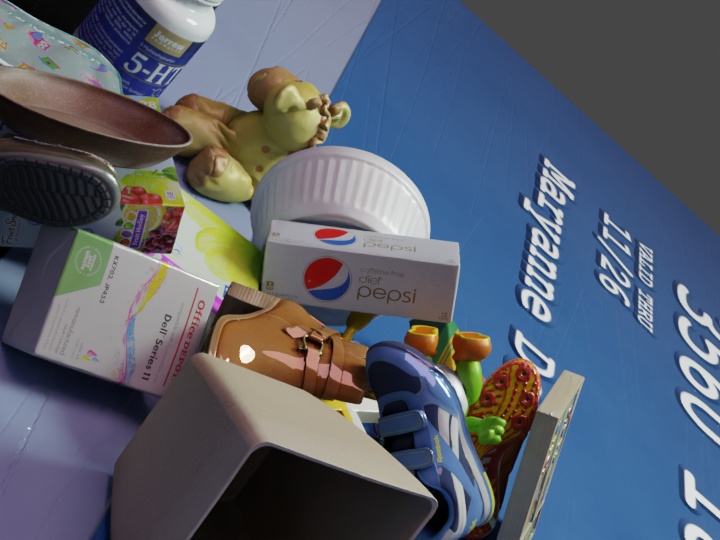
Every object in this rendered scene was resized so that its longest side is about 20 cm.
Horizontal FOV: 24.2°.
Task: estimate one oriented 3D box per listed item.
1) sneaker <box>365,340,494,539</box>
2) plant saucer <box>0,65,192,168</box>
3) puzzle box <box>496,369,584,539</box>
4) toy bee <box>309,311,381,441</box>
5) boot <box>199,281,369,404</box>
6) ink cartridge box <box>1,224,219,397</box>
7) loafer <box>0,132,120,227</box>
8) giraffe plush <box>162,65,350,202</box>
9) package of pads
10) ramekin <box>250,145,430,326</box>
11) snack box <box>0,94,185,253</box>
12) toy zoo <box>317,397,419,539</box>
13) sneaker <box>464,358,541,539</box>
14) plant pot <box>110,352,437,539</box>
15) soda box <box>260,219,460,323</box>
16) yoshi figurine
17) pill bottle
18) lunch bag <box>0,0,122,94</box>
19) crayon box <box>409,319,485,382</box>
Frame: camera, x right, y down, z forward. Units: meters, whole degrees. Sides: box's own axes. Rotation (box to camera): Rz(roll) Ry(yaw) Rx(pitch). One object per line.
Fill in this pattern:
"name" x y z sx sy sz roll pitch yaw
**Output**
"sneaker" 0.053 0.160 1.526 0.082 0.074 0.201 -33 100 -44
"plant saucer" -0.251 -0.134 1.517 0.199 0.037 0.200 18 15 -5
"puzzle box" 0.184 0.216 1.763 0.025 0.201 0.133 20 21 14
"toy bee" -0.007 0.095 1.725 0.199 0.109 0.132 18 77 -21
"boot" -0.070 0.093 1.529 0.154 0.074 0.200 25 35 -4
"ink cartridge box" -0.205 0.043 1.497 0.200 0.118 0.067 23 -6 -39
"loafer" -0.292 -0.090 1.439 0.199 0.075 0.070 8 41 17
"giraffe plush" -0.108 -0.162 1.926 0.200 0.162 0.173 44 24 0
"package of pads" -0.179 0.005 1.671 0.154 0.068 0.200 38 25 -17
"ramekin" -0.027 -0.028 1.819 0.202 0.202 0.094 36 36 -19
"snack box" -0.280 -0.097 1.587 0.199 0.068 0.169 4 41 -21
"toy zoo" 0.006 0.185 1.572 0.131 0.020 0.201 7 47 -44
"sneaker" 0.135 0.181 1.757 0.073 0.201 0.077 20 14 2
"plant pot" -0.095 0.187 1.390 0.199 0.200 0.177 24 19 -38
"soda box" 0.000 0.000 1.726 0.199 0.068 0.064 7 23 -1
"yoshi figurine" 0.077 0.162 1.678 0.112 0.201 0.112 13 10 39
"pill bottle" -0.232 -0.277 1.868 0.119 0.200 0.120 35 26 -20
"lunch bag" -0.339 -0.203 1.733 0.200 0.077 0.161 30 28 -30
"crayon box" 0.104 0.149 1.856 0.200 0.051 0.127 -92 157 -56
